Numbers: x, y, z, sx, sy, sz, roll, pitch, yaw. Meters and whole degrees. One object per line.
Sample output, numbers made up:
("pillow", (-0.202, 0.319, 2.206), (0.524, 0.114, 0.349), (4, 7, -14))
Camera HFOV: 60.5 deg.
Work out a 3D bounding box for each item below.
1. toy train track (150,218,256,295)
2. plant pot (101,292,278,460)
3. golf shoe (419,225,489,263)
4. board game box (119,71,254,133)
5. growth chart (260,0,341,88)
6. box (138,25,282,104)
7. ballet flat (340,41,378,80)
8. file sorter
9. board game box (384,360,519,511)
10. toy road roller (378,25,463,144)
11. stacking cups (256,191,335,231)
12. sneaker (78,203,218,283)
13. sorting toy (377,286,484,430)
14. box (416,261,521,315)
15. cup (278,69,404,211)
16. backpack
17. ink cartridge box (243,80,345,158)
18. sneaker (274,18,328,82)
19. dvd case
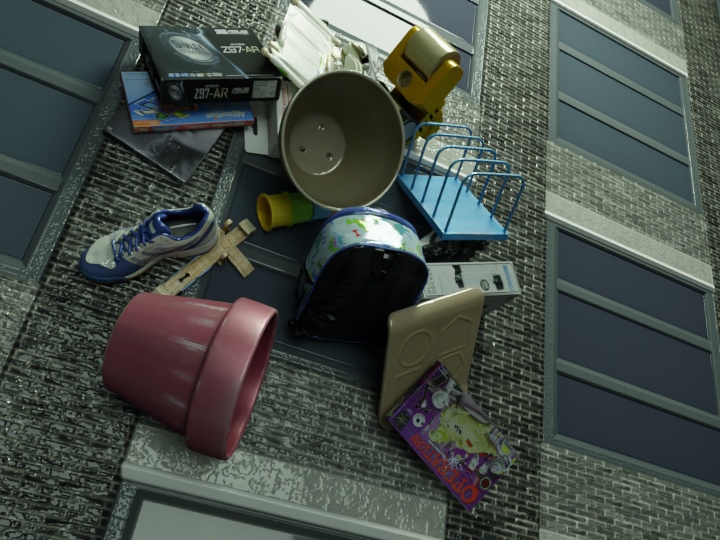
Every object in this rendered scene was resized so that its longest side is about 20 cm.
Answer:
("toy train track", (-0.231, -0.018, 0.927), (0.115, 0.033, 0.200), (46, 58, 0))
("plant pot", (-0.218, 0.117, 0.792), (0.175, 0.201, 0.203), (18, 60, 1))
("golf shoe", (0.142, -0.057, 1.112), (0.197, 0.079, 0.095), (-17, 55, -30))
("board game box", (-0.280, -0.279, 1.008), (0.196, 0.019, 0.105), (-10, 71, -29))
("growth chart", (-0.092, -0.382, 1.068), (0.144, 0.018, 0.203), (42, 44, -31))
("box", (-0.246, -0.338, 1.009), (0.196, 0.044, 0.162), (-10, 51, -27))
("ballet flat", (-0.003, -0.367, 1.102), (0.072, 0.074, 0.203), (15, 45, -19))
("file sorter", (0.174, -0.160, 1.084), (0.136, 0.125, 0.201), (0, 36, -26))
("board game box", (0.142, 0.253, 0.943), (0.120, 0.032, 0.201), (-42, 101, -5))
("toy road roller", (0.109, -0.327, 1.141), (0.145, 0.201, 0.124), (7, 40, -55))
("stacking cups", (-0.075, -0.113, 1.035), (0.197, 0.060, 0.062), (-15, 74, -34))
("sneaker", (-0.298, -0.049, 0.862), (0.197, 0.088, 0.076), (-22, 72, -20))
("sorting toy", (0.106, 0.134, 0.960), (0.182, 0.204, 0.036), (-15, 32, -30))
("box", (0.156, 0.036, 1.041), (0.196, 0.117, 0.061), (-2, 68, -25))
("cup", (-0.048, -0.199, 0.969), (0.196, 0.143, 0.205), (-4, 100, -22))
("backpack", (0.000, 0.000, 0.931), (0.179, 0.202, 0.149), (11, 44, -19))
("ink cartridge box", (-0.100, -0.257, 1.076), (0.196, 0.067, 0.118), (4, 66, -24))
("sneaker", (-0.125, -0.407, 1.133), (0.087, 0.074, 0.203), (24, 50, -14))
("dvd case", (-0.299, -0.253, 1.009), (0.147, 0.016, 0.202), (32, 58, -9))
